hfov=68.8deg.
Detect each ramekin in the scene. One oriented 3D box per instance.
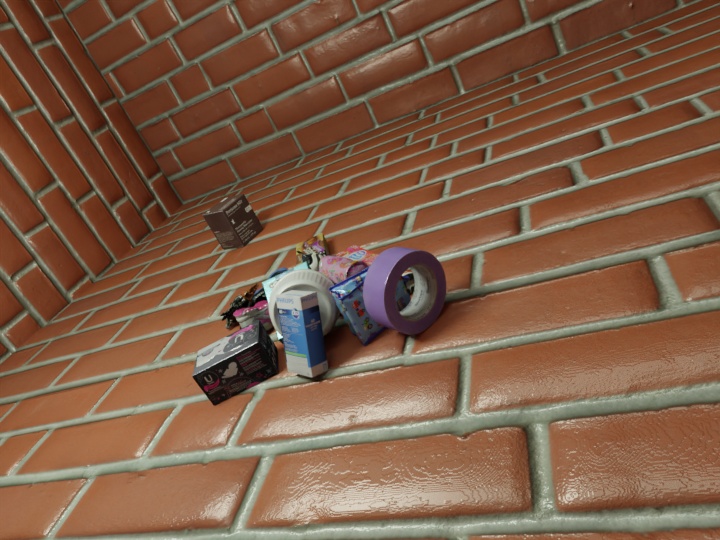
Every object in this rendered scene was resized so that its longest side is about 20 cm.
[{"bbox_3d":[-0.152,0.102,1.407,0.201,0.204,0.094,-26,9,2],"label":"ramekin"}]

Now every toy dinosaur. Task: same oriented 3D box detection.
[{"bbox_3d":[-0.394,0.118,1.714,0.101,0.202,0.136,12,29,-8],"label":"toy dinosaur"}]

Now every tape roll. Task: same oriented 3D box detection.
[{"bbox_3d":[0.109,0.047,1.273,0.200,0.201,0.085,-39,28,-24],"label":"tape roll"}]

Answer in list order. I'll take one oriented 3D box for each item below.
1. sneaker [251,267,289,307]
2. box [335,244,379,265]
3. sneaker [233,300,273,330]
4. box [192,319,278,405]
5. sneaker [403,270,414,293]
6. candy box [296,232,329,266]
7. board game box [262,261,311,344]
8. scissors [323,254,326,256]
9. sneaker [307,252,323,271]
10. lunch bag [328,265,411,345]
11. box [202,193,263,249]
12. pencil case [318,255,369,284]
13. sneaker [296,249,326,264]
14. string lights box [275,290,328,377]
[{"bbox_3d":[-0.303,0.070,1.805,0.200,0.070,0.078,-45,32,-20],"label":"sneaker"},{"bbox_3d":[0.000,0.000,1.596,0.099,0.096,0.200,-33,25,-16],"label":"box"},{"bbox_3d":[-0.303,0.146,1.641,0.081,0.089,0.199,-4,11,43],"label":"sneaker"},{"bbox_3d":[-0.338,0.246,1.434,0.198,0.115,0.132,-26,25,1],"label":"box"},{"bbox_3d":[0.068,0.052,1.467,0.198,0.078,0.085,-16,16,-8],"label":"sneaker"},{"bbox_3d":[-0.176,-0.059,1.934,0.116,0.057,0.200,-25,24,5],"label":"candy box"},{"bbox_3d":[-0.191,0.094,1.541,0.150,0.047,0.201,-24,60,4],"label":"board game box"},{"bbox_3d":[-0.065,0.021,1.603,0.014,0.074,0.200,-26,38,-20],"label":"scissors"},{"bbox_3d":[-0.172,0.034,1.661,0.201,0.080,0.074,-60,24,-8],"label":"sneaker"},{"bbox_3d":[0.044,0.067,1.356,0.199,0.152,0.094,-32,25,-12],"label":"lunch bag"},{"bbox_3d":[-0.610,-0.232,2.525,0.163,0.201,0.166,-4,34,39],"label":"box"},{"bbox_3d":[-0.047,0.007,1.459,0.087,0.088,0.199,-37,21,-21],"label":"pencil case"},{"bbox_3d":[-0.187,0.002,1.723,0.199,0.141,0.078,-32,24,-13],"label":"sneaker"},{"bbox_3d":[-0.146,0.155,1.311,0.102,0.202,0.059,2,13,45],"label":"string lights box"}]
